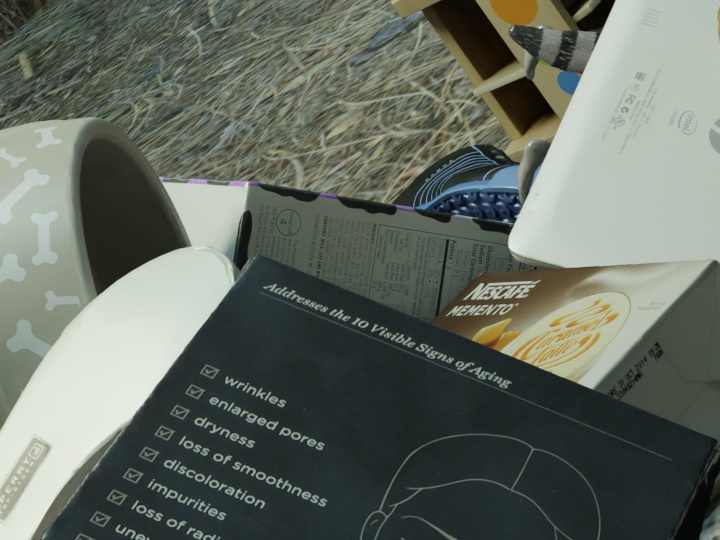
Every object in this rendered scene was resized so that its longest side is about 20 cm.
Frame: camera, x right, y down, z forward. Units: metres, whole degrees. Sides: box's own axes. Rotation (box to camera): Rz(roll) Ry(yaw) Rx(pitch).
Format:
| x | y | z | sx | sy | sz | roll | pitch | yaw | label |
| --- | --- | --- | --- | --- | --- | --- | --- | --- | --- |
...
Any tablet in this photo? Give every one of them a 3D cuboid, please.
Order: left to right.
| x | y | z | sx | sy | sz | roll | pitch | yaw | label |
| --- | --- | --- | --- | --- | --- | --- | --- | --- | --- |
| 0.165 | -0.068 | 1.211 | 0.129 | 0.014 | 0.201 | 17 | 59 | 15 | tablet |

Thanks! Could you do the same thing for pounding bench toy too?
| x | y | z | sx | sy | sz | roll | pitch | yaw | label |
| --- | --- | --- | --- | --- | --- | --- | --- | --- | --- |
| 0.138 | -0.197 | 1.600 | 0.124 | 0.156 | 0.200 | -22 | 22 | 43 | pounding bench toy |

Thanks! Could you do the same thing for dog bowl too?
| x | y | z | sx | sy | sz | roll | pitch | yaw | label |
| --- | --- | --- | --- | --- | --- | --- | --- | --- | --- |
| -0.117 | 0.023 | 1.113 | 0.058 | 0.201 | 0.200 | -17 | 21 | 12 | dog bowl |

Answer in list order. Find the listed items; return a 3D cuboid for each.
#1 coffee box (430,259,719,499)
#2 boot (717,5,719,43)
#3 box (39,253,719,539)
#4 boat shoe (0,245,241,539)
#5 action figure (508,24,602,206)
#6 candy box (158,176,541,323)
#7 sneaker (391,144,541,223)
| x | y | z | sx | sy | sz | roll | pitch | yaw | label |
| --- | --- | --- | --- | --- | --- | --- | --- | --- | --- |
| 0.091 | 0.062 | 1.125 | 0.114 | 0.080 | 0.200 | -43 | 17 | -21 | coffee box |
| 0.236 | -0.082 | 1.115 | 0.175 | 0.066 | 0.201 | -28 | 41 | 32 | boot |
| 0.000 | 0.124 | 0.894 | 0.197 | 0.199 | 0.124 | -55 | -18 | -45 | box |
| -0.107 | 0.081 | 1.003 | 0.200 | 0.064 | 0.071 | -52 | 46 | -4 | boat shoe |
| 0.175 | -0.078 | 1.261 | 0.192 | 0.105 | 0.200 | -4 | 30 | 10 | action figure |
| 0.000 | 0.000 | 1.291 | 0.168 | 0.199 | 0.072 | -173 | 91 | -67 | candy box |
| 0.077 | -0.044 | 1.463 | 0.078 | 0.070 | 0.200 | -53 | 20 | -25 | sneaker |
